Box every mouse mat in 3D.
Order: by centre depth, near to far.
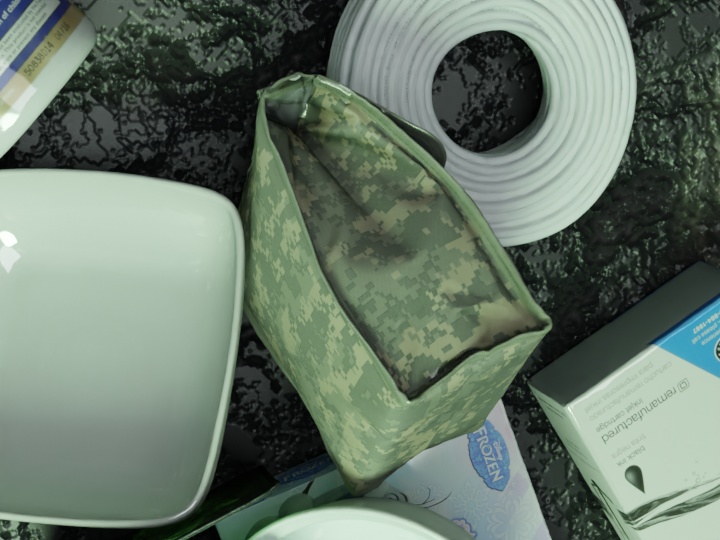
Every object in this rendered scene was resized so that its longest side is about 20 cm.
[{"bbox_3d":[-0.122,0.154,0.926,0.160,0.200,0.008,-27,90,-8],"label":"mouse mat"}]

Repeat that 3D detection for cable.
[{"bbox_3d":[0.077,-0.113,0.994,0.198,0.069,0.202,20,94,-15],"label":"cable"}]

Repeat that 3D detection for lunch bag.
[{"bbox_3d":[0.000,0.000,0.913,0.117,0.164,0.201,-27,72,-21],"label":"lunch bag"}]

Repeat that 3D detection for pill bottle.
[{"bbox_3d":[-0.253,-0.156,0.889,0.200,0.116,0.116,42,88,-16],"label":"pill bottle"}]

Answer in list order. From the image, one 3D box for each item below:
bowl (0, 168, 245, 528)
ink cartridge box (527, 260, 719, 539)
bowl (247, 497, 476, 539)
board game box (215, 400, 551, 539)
[{"bbox_3d":[-0.162,0.048,0.923,0.197,0.075,0.202,5,74,8],"label":"bowl"},{"bbox_3d":[0.225,0.120,1.056,0.145,0.084,0.201,-34,104,-6],"label":"ink cartridge box"},{"bbox_3d":[0.015,0.213,0.958,0.199,0.090,0.203,5,109,14],"label":"bowl"},{"bbox_3d":[0.029,0.205,1.046,0.197,0.043,0.202,-22,103,-7],"label":"board game box"}]
